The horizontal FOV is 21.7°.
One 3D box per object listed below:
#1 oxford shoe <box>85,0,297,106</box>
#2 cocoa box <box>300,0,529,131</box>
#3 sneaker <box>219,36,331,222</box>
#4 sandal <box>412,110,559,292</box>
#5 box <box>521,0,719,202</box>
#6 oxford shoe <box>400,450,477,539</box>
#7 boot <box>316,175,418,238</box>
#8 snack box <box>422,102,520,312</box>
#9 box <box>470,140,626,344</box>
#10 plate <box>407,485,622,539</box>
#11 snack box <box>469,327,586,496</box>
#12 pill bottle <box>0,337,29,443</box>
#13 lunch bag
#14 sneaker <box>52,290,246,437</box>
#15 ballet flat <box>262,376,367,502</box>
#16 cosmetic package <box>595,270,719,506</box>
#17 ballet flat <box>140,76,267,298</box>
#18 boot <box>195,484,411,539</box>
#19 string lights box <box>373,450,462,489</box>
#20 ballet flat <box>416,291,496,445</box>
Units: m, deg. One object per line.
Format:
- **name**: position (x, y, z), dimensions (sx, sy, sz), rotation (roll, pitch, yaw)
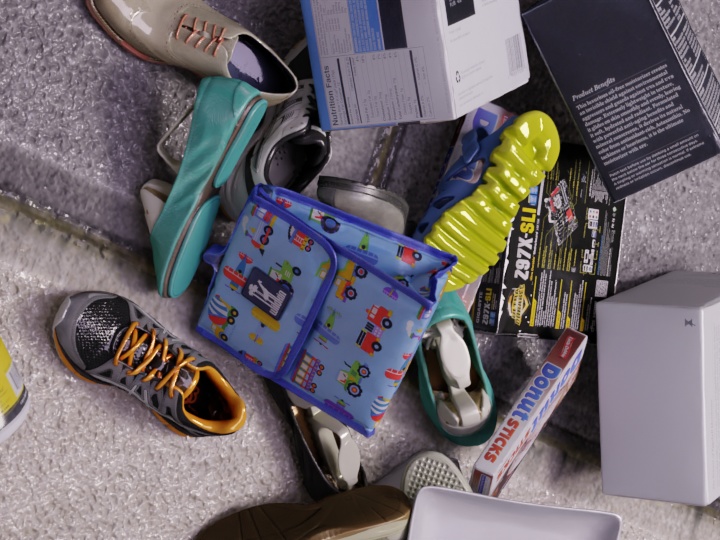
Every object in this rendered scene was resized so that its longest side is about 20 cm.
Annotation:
- **oxford shoe**: position (-0.137, -0.200, 1.578), dimensions (0.199, 0.074, 0.071), rotation (25, 78, -29)
- **cocoa box**: position (0.050, -0.208, 1.652), dimensions (0.200, 0.130, 0.134), rotation (-34, 117, -62)
- **sneaker**: position (-0.047, -0.124, 1.655), dimensions (0.076, 0.087, 0.201), rotation (38, 70, -33)
- **sandal**: position (0.101, -0.063, 1.727), dimensions (0.200, 0.087, 0.080), rotation (-51, 124, -17)
- **box**: position (0.258, -0.195, 1.790), dimensions (0.199, 0.123, 0.200), rotation (64, 18, -7)
- **oxford shoe**: position (0.089, 0.257, 1.749), dimensions (0.075, 0.058, 0.201), rotation (-22, 104, 10)
- **boot**: position (0.000, 0.000, 1.676), dimensions (0.200, 0.067, 0.132), rotation (43, 63, -65)
- **snack box**: position (0.102, -0.060, 1.792), dimensions (0.071, 0.024, 0.201), rotation (21, 87, -12)
- **box**: position (0.192, -0.030, 1.880), dimensions (0.159, 0.049, 0.202), rotation (6, 91, -36)
- **plate**: position (0.124, 0.301, 1.712), dimensions (0.198, 0.032, 0.202), rotation (9, 98, -14)
- **snack box**: position (0.159, 0.145, 1.806), dimensions (0.200, 0.024, 0.072), rotation (-51, 159, -37)
- **pill bottle**: position (-0.338, 0.043, 1.421), dimensions (0.112, 0.112, 0.201), rotation (-36, 115, -31)
- **lunch bag**: position (-0.041, 0.022, 1.608), dimensions (0.151, 0.199, 0.094), rotation (-66, 175, 31)
- **sneaker**: position (-0.173, 0.079, 1.581), dimensions (0.200, 0.077, 0.079), rotation (35, 74, -34)
- **ballet flat**: position (-0.036, 0.125, 1.700), dimensions (0.068, 0.068, 0.201), rotation (-33, 113, -31)
- **cosmetic package**: position (0.337, 0.116, 1.929), dimensions (0.200, 0.122, 0.201), rotation (-16, 106, -58)
- **ballet flat**: position (-0.146, -0.076, 1.587), dimensions (0.201, 0.070, 0.067), rotation (-65, 168, 18)
- **boot**: position (-0.048, 0.283, 1.697), dimensions (0.198, 0.072, 0.156), rotation (-11, 124, -13)
- **string lights box**: position (0.071, 0.288, 1.807), dimensions (0.102, 0.059, 0.201), rotation (-32, 113, -33)
- **ballet flat**: position (0.087, 0.104, 1.768), dimensions (0.067, 0.071, 0.201), rotation (-18, 122, 0)
